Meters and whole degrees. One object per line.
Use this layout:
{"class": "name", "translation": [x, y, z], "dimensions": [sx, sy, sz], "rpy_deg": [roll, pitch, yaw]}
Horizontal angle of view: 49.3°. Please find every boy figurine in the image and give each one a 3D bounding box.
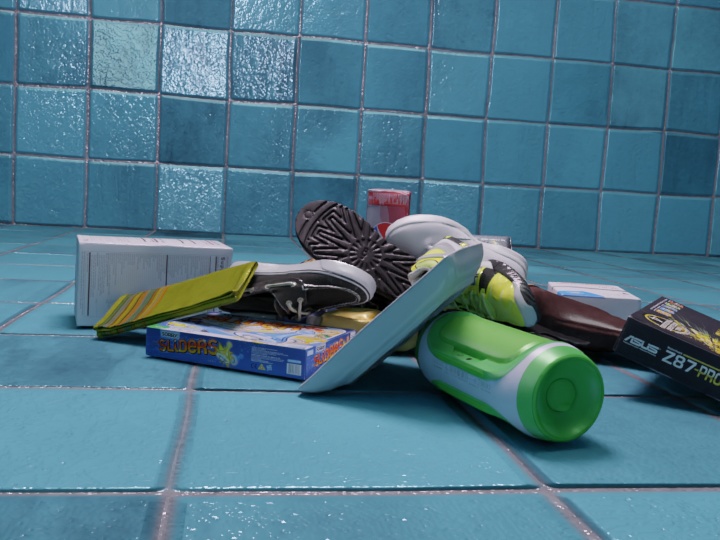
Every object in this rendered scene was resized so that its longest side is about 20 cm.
{"class": "boy figurine", "translation": [-0.017, 0.064, 1.003], "dimensions": [0.200, 0.064, 0.124], "rpy_deg": [5, 2, 37]}

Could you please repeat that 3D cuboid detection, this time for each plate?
{"class": "plate", "translation": [0.046, 0.051, 0.808], "dimensions": [0.032, 0.200, 0.200], "rpy_deg": [49, 17, 8]}

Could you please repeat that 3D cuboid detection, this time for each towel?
{"class": "towel", "translation": [-0.224, 0.032, 0.950], "dimensions": [0.200, 0.018, 0.086], "rpy_deg": [-15, 28, 19]}

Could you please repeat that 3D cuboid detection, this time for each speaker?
{"class": "speaker", "translation": [0.127, 0.091, 0.716], "dimensions": [0.088, 0.089, 0.200], "rpy_deg": [1, 7, -24]}

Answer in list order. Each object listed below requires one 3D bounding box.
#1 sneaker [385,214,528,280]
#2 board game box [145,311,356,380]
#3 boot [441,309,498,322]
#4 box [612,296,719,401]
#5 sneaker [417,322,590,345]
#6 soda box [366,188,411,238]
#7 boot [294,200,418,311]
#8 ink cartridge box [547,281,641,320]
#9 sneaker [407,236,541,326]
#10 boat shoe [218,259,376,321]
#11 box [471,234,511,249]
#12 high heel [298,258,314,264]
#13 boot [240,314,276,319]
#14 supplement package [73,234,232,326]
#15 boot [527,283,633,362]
{"class": "sneaker", "translation": [0.126, -0.007, 1.026], "dimensions": [0.200, 0.075, 0.089], "rpy_deg": [18, 47, -4]}
{"class": "board game box", "translation": [-0.122, 0.082, 0.894], "dimensions": [0.200, 0.034, 0.135], "rpy_deg": [5, 6, 21]}
{"class": "boot", "translation": [0.187, 0.059, 1.155], "dimensions": [0.200, 0.069, 0.174], "rpy_deg": [14, 6, 40]}
{"class": "box", "translation": [0.378, 0.089, 0.852], "dimensions": [0.161, 0.049, 0.200], "rpy_deg": [29, 17, 26]}
{"class": "sneaker", "translation": [0.169, 0.088, 0.914], "dimensions": [0.200, 0.060, 0.104], "rpy_deg": [8, 5, 9]}
{"class": "soda box", "translation": [0.038, -0.021, 1.172], "dimensions": [0.063, 0.200, 0.070], "rpy_deg": [5, 7, 5]}
{"class": "boot", "translation": [-0.001, 0.002, 1.063], "dimensions": [0.211, 0.079, 0.158], "rpy_deg": [36, -16, 4]}
{"class": "ink cartridge box", "translation": [0.352, 0.059, 1.217], "dimensions": [0.116, 0.068, 0.200], "rpy_deg": [4, 6, 6]}
{"class": "sneaker", "translation": [0.130, 0.027, 0.909], "dimensions": [0.076, 0.075, 0.200], "rpy_deg": [-34, 29, -15]}
{"class": "boat shoe", "translation": [-0.079, 0.032, 0.952], "dimensions": [0.200, 0.064, 0.071], "rpy_deg": [0, -40, 22]}
{"class": "box", "translation": [0.135, 0.005, 1.279], "dimensions": [0.200, 0.051, 0.158], "rpy_deg": [3, -38, 0]}
{"class": "high heel", "translation": [-0.107, 0.012, 1.376], "dimensions": [0.142, 0.071, 0.200], "rpy_deg": [7, 12, -33]}
{"class": "boot", "translation": [-0.084, 0.045, 1.168], "dimensions": [0.186, 0.064, 0.200], "rpy_deg": [3, 8, 8]}
{"class": "supplement package", "translation": [-0.287, 0.014, 1.082], "dimensions": [0.200, 0.114, 0.110], "rpy_deg": [2, 7, -22]}
{"class": "boot", "translation": [0.289, 0.068, 0.988], "dimensions": [0.166, 0.072, 0.200], "rpy_deg": [10, -3, 40]}
